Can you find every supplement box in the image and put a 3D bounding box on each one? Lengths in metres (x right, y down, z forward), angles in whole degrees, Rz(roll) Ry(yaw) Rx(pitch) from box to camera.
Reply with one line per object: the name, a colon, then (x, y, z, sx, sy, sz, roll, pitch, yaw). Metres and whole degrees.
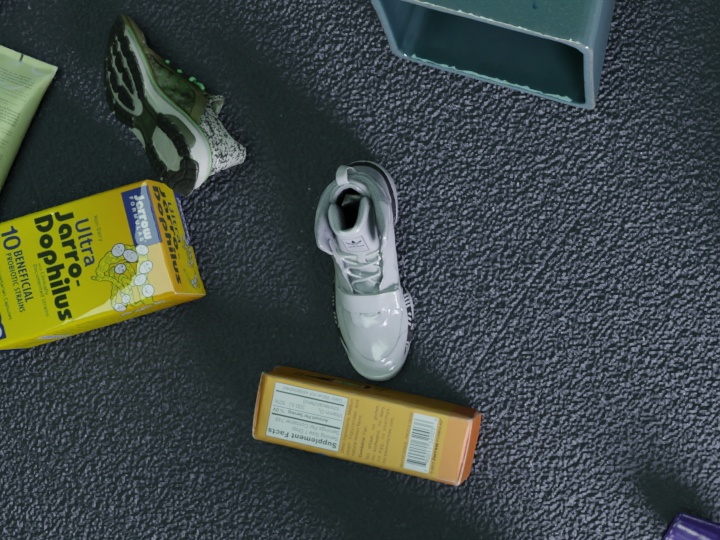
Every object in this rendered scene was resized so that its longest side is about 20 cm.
supplement box: (0.005, 0.139, 1.752, 0.198, 0.067, 0.070, 14, 95, 11)
supplement box: (-0.259, -0.002, 1.780, 0.198, 0.109, 0.110, -16, 86, 9)

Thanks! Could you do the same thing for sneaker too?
sneaker: (-0.173, -0.156, 1.796, 0.201, 0.088, 0.077, 59, 137, 23)
sneaker: (0.000, 0.000, 1.729, 0.074, 0.115, 0.202, -5, 88, 10)

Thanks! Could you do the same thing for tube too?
tube: (-0.355, -0.112, 1.834, 0.058, 0.052, 0.202, 20, 89, -31)

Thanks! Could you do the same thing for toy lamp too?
toy lamp: (0.355, 0.278, 1.692, 0.199, 0.058, 0.059, 32, 95, 7)

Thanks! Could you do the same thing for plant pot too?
plant pot: (0.137, -0.281, 1.678, 0.194, 0.196, 0.202, 17, 82, 10)
